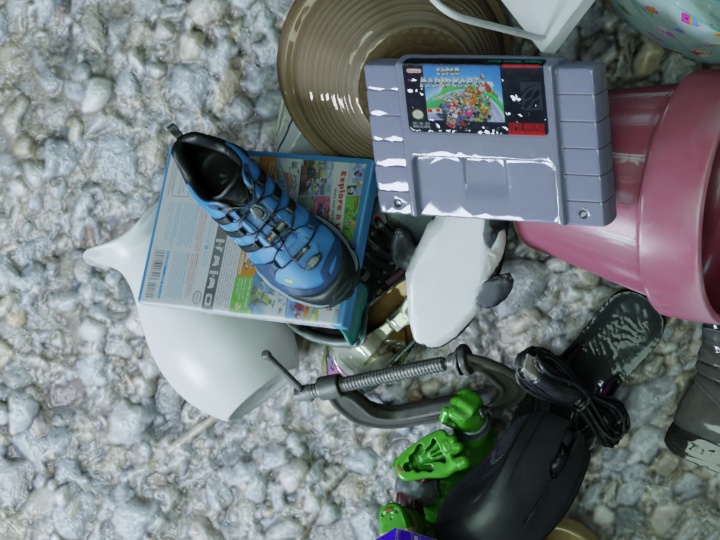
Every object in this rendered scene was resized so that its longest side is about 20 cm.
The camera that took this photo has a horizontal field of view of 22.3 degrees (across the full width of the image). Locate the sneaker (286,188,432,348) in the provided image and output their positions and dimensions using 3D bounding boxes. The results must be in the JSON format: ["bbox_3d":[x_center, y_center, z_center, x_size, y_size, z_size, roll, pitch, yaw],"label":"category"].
[{"bbox_3d":[0.000,0.000,1.552,0.084,0.121,0.200,38,130,-20],"label":"sneaker"}]

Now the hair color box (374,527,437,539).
[{"bbox_3d":[0.079,0.282,1.513,0.200,0.065,0.109,20,143,-30],"label":"hair color box"}]

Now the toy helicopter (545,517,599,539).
[{"bbox_3d":[0.157,0.305,1.638,0.132,0.079,0.200,25,118,0],"label":"toy helicopter"}]

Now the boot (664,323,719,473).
[{"bbox_3d":[0.365,0.123,1.532,0.200,0.070,0.132,21,101,6],"label":"boot"}]

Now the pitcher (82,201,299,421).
[{"bbox_3d":[-0.129,0.017,1.621,0.172,0.121,0.200,-43,78,28],"label":"pitcher"}]

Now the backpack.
[{"bbox_3d":[0.259,-0.236,1.404,0.167,0.200,0.127,22,88,7],"label":"backpack"}]

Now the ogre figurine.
[{"bbox_3d":[0.064,0.192,1.597,0.098,0.120,0.200,12,95,22],"label":"ogre figurine"}]

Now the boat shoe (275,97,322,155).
[{"bbox_3d":[-0.042,-0.128,1.592,0.072,0.066,0.200,4,109,-17],"label":"boat shoe"}]

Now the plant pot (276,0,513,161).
[{"bbox_3d":[0.035,-0.164,1.507,0.200,0.093,0.201,-4,112,-9],"label":"plant pot"}]

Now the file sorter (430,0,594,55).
[{"bbox_3d":[0.125,-0.285,1.320,0.200,0.124,0.139,-53,51,28],"label":"file sorter"}]

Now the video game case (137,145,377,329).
[{"bbox_3d":[-0.087,-0.030,1.543,0.200,0.018,0.143,6,78,26],"label":"video game case"}]

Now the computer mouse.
[{"bbox_3d":[0.139,0.174,1.522,0.138,0.053,0.200,37,89,-30],"label":"computer mouse"}]

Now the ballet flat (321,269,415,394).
[{"bbox_3d":[0.029,0.045,1.606,0.069,0.071,0.200,44,110,-3],"label":"ballet flat"}]

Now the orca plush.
[{"bbox_3d":[0.083,-0.037,1.511,0.105,0.071,0.200,5,111,18],"label":"orca plush"}]

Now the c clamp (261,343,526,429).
[{"bbox_3d":[0.038,0.101,1.579,0.200,0.171,0.027,-10,58,18],"label":"c clamp"}]

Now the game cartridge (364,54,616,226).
[{"bbox_3d":[0.097,-0.102,1.407,0.200,0.038,0.130,4,116,31],"label":"game cartridge"}]

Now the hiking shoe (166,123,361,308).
[{"bbox_3d":[-0.085,-0.040,1.484,0.200,0.087,0.074,40,95,28],"label":"hiking shoe"}]

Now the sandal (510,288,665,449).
[{"bbox_3d":[0.189,0.103,1.585,0.075,0.048,0.201,33,109,7],"label":"sandal"}]

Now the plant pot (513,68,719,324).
[{"bbox_3d":[0.227,-0.068,1.473,0.179,0.200,0.200,11,105,29],"label":"plant pot"}]
